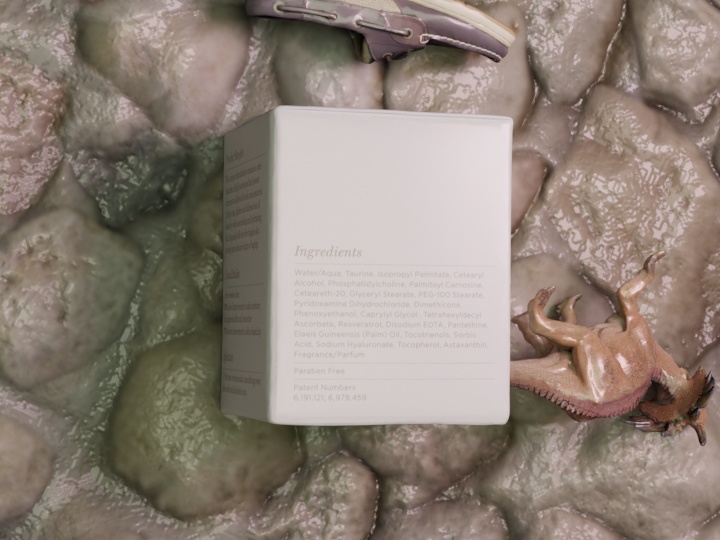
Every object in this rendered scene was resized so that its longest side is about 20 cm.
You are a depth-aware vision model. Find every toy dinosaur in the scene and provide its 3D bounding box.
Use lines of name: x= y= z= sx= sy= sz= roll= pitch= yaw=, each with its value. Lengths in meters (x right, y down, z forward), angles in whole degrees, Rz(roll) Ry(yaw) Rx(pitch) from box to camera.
toy dinosaur: x=0.177 y=0.075 z=1.325 sx=0.199 sy=0.086 sz=0.137 roll=-15 pitch=76 yaw=-33

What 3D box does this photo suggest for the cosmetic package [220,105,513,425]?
cosmetic package: x=0.000 y=0.000 z=1.256 sx=0.165 sy=0.167 sz=0.202 roll=1 pitch=89 yaw=-15

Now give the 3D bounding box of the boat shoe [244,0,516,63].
boat shoe: x=0.012 y=-0.178 z=1.320 sx=0.198 sy=0.072 sz=0.065 roll=17 pitch=96 yaw=-17
